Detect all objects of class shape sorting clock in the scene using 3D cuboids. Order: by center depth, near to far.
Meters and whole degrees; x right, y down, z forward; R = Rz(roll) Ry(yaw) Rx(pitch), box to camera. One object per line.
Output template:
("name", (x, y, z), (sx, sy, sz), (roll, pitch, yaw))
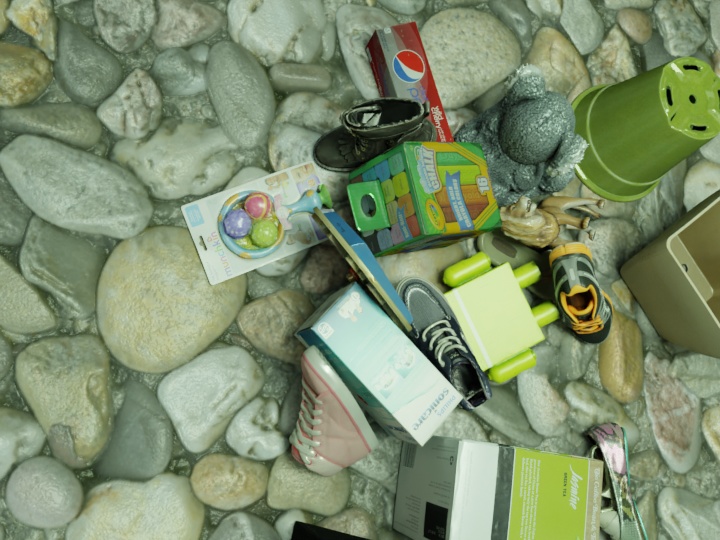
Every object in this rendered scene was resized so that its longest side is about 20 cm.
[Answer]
("shape sorting clock", (0.000, 0.000, 0.897), (0.039, 0.200, 0.201), (-34, 91, -3))

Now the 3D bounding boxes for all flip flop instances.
("flip flop", (0.267, -0.013, 1.045), (0.198, 0.058, 0.082), (29, 74, -9))

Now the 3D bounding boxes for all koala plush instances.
("koala plush", (0.235, -0.186, 0.991), (0.182, 0.200, 0.179), (-27, 88, -18))

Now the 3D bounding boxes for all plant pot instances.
("plant pot", (0.518, 0.006, 1.049), (0.199, 0.177, 0.201), (-34, 90, -18))
("plant pot", (0.446, -0.227, 1.064), (0.197, 0.190, 0.203), (2, 80, -14))

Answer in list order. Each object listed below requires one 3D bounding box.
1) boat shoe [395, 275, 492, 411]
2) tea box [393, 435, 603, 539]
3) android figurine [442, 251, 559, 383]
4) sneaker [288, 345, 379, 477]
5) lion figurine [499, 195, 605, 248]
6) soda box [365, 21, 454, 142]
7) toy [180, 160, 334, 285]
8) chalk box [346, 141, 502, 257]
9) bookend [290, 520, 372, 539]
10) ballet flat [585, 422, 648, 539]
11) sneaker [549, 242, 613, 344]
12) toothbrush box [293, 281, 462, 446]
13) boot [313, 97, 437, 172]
("boat shoe", (0.114, 0.095, 0.929), (0.074, 0.093, 0.202), (-32, 89, -4))
("tea box", (0.169, 0.290, 0.890), (0.194, 0.200, 0.136), (12, 77, -14))
("android figurine", (0.180, 0.071, 1.000), (0.198, 0.041, 0.184), (-28, 88, -3))
("sneaker", (-0.052, 0.189, 0.874), (0.104, 0.075, 0.202), (-33, 131, -10))
("lion figurine", (0.286, -0.077, 1.039), (0.121, 0.199, 0.074), (16, 108, 26))
("soda box", (0.073, -0.256, 1.029), (0.069, 0.063, 0.203), (-15, 86, -17))
("toy", (-0.130, -0.073, 0.948), (0.198, 0.047, 0.117), (-22, 85, -19))
("chalk box", (0.072, -0.094, 0.935), (0.198, 0.123, 0.127), (-10, 83, -41))
("bookend", (0.019, 0.381, 0.832), (0.197, 0.199, 0.093), (19, 74, -12))
("ballet flat", (0.367, 0.327, 1.017), (0.070, 0.069, 0.203), (-9, 78, 1))
("sneaker", (0.317, 0.052, 1.000), (0.201, 0.077, 0.078), (53, 28, -39))
("toothbrush box", (0.018, 0.122, 0.905), (0.200, 0.146, 0.085), (46, 74, -5))
("boot", (0.007, -0.185, 0.913), (0.197, 0.174, 0.070), (-10, 88, 16))
